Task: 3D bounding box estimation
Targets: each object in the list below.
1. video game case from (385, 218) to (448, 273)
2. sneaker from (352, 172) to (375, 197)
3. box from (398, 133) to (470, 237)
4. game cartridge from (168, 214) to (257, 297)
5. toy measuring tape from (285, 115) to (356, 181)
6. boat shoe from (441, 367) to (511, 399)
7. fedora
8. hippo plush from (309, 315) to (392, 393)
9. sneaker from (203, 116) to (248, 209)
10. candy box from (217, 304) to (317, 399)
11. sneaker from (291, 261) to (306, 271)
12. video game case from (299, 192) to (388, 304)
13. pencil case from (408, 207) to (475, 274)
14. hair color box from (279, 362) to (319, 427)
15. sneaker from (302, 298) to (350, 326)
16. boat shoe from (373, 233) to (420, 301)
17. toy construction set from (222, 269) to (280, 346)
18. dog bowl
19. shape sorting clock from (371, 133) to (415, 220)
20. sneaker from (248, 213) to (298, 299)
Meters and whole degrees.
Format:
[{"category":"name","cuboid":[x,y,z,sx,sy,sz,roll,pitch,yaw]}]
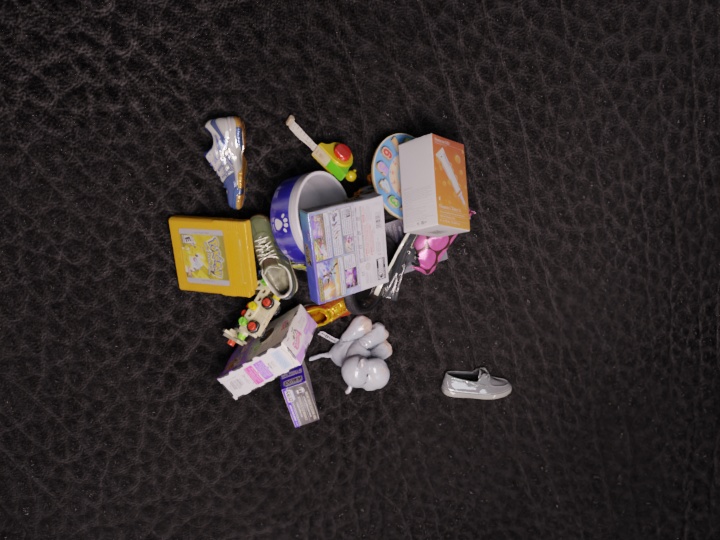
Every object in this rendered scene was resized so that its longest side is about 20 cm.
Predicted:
[{"category":"video game case","cuboid":[0.109,-0.064,1.516,0.199,0.019,0.144,-19,112,-7]},{"category":"sneaker","cuboid":[0.010,-0.149,1.402,0.077,0.078,0.200,43,52,-10]},{"category":"box","cuboid":[0.164,-0.183,1.360,0.124,0.097,0.201,4,80,-46]},{"category":"game cartridge","cuboid":[-0.328,-0.032,1.368,0.199,0.032,0.177,5,112,23]},{"category":"toy measuring tape","cuboid":[-0.079,-0.279,1.383,0.074,0.074,0.200,-45,93,5]},{"category":"boat shoe","cuboid":[0.319,0.302,1.662,0.200,0.070,0.072,2,112,-11]},{"category":"fedora","cuboid":[0.000,0.000,1.447,0.200,0.091,0.202,-30,130,-42]},{"category":"hippo plush","cuboid":[0.000,0.208,1.509,0.199,0.161,0.160,16,105,-17]},{"category":"sneaker","cuboid":[-0.296,-0.234,1.346,0.088,0.075,0.201,-1,103,0]},{"category":"candy box","cuboid":[-0.211,0.186,1.415,0.199,0.168,0.072,-30,108,23]},{"category":"sneaker","cuboid":[-0.131,-0.026,1.444,0.199,0.076,0.076,6,106,-15]},{"category":"video game case","cuboid":[-0.031,-0.048,1.298,0.181,0.045,0.201,-17,114,-29]},{"category":"pencil case","cuboid":[0.184,-0.085,1.469,0.093,0.091,0.200,30,103,-17]},{"category":"hair color box","cuboid":[-0.154,0.270,1.475,0.064,0.200,0.110,-18,112,-6]},{"category":"sneaker","cuboid":[-0.061,0.097,1.503,0.199,0.077,0.073,-25,111,-5]},{"category":"boat shoe","cuboid":[0.105,-0.019,1.416,0.066,0.075,0.200,29,80,5]},{"category":"toy construction set","cuboid":[-0.253,0.088,1.415,0.092,0.131,0.201,25,88,-61]},{"category":"dog bowl","cuboid":[-0.105,-0.114,1.354,0.078,0.200,0.201,-6,118,35]},{"category":"shape sorting clock","cuboid":[0.106,-0.215,1.406,0.199,0.039,0.201,2,87,-41]},{"category":"sneaker","cuboid":[-0.192,-0.027,1.341,0.067,0.090,0.201,-21,101,6]}]
